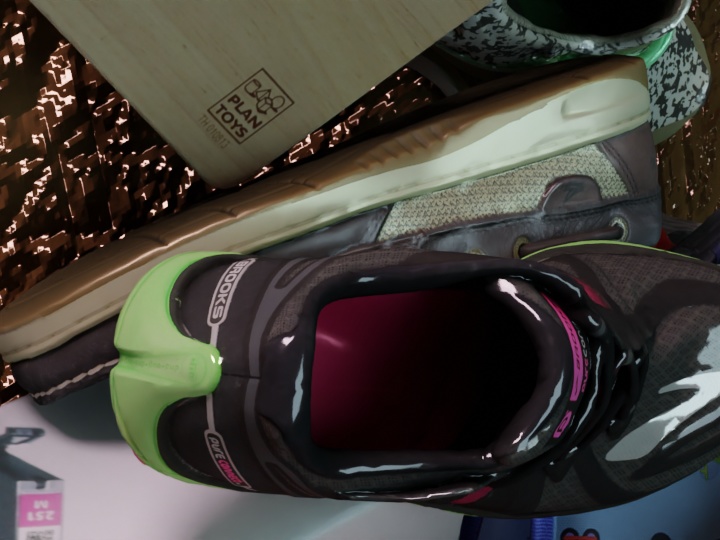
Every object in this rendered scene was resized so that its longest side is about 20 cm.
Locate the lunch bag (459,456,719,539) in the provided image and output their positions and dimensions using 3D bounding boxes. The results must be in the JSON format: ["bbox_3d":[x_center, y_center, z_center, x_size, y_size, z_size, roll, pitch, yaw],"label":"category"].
[{"bbox_3d":[0.099,0.098,0.796,0.150,0.094,0.200,10,85,-29],"label":"lunch bag"}]

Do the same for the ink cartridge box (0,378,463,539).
[{"bbox_3d":[-0.036,0.090,0.673,0.200,0.174,0.044,-25,134,-45],"label":"ink cartridge box"}]

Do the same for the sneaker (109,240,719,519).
[{"bbox_3d":[0.036,0.031,0.668,0.200,0.084,0.077,-3,96,-36],"label":"sneaker"}]

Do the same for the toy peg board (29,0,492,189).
[{"bbox_3d":[-0.019,-0.155,0.661,0.199,0.098,0.200,-36,139,6],"label":"toy peg board"}]

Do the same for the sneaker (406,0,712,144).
[{"bbox_3d":[0.065,-0.072,0.813,0.200,0.089,0.077,18,88,-53],"label":"sneaker"}]

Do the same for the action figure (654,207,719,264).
[{"bbox_3d":[0.062,0.055,0.870,0.200,0.105,0.194,-34,121,-22],"label":"action figure"}]

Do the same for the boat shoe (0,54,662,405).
[{"bbox_3d":[0.000,0.000,0.728,0.201,0.072,0.066,-24,98,-23],"label":"boat shoe"}]
